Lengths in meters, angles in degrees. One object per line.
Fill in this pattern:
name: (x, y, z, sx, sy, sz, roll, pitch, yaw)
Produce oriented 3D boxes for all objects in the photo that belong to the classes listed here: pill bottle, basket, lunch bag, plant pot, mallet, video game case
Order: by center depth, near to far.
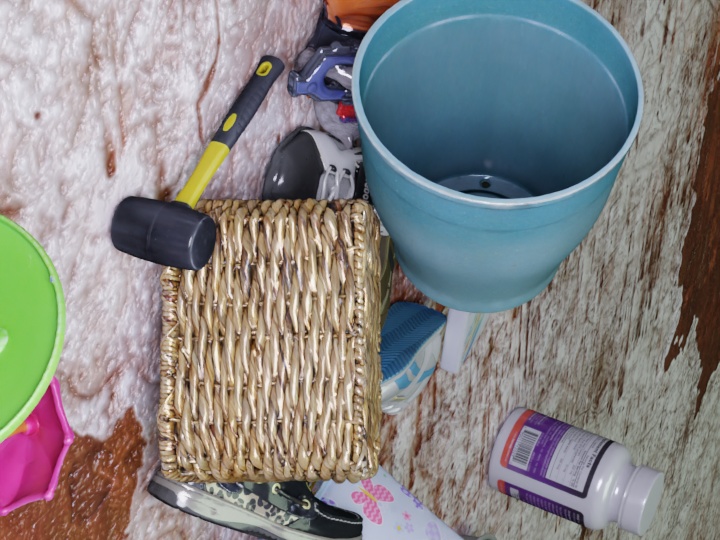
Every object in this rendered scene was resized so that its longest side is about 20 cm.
mallet: (-0.110, -0.081, 1.052, 0.041, 0.065, 0.201, 82, 21, -47)
basket: (-0.060, 0.052, 1.101, 0.143, 0.147, 0.202, 39, 50, -82)
plant pot: (0.090, -0.074, 1.102, 0.201, 0.199, 0.189, -56, 163, -30)
lunch bag: (-0.019, 0.280, 1.312, 0.127, 0.169, 0.200, -46, -174, 49)
video game case: (0.131, -0.026, 1.458, 0.183, 0.022, 0.201, -57, 163, -36)
pill bottle: (0.268, 0.253, 1.880, 0.111, 0.198, 0.112, -45, 146, -44)

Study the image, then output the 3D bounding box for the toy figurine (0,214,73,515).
toy figurine: (-0.232, 0.088, 0.823, 0.200, 0.150, 0.185, -39, 156, -15)

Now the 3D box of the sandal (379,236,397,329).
sandal: (0.000, 0.000, 1.322, 0.081, 0.053, 0.202, 80, 21, -59)

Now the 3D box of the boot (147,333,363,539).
boot: (-0.058, 0.132, 1.196, 0.202, 0.073, 0.155, 22, 83, -37)

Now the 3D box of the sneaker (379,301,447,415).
sneaker: (0.019, 0.098, 1.395, 0.200, 0.076, 0.082, -28, 133, -54)

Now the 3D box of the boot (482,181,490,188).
boot: (0.087, -0.154, 1.276, 0.168, 0.076, 0.202, -51, 133, -63)

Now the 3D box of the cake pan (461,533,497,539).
cake pan: (0.111, 0.411, 1.858, 0.200, 0.036, 0.202, -46, 146, -44)

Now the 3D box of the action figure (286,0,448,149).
action figure: (0.018, -0.189, 1.162, 0.199, 0.104, 0.195, 2, 112, -39)

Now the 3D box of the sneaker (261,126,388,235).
sneaker: (-0.004, -0.066, 1.217, 0.200, 0.088, 0.075, -3, 111, -63)
